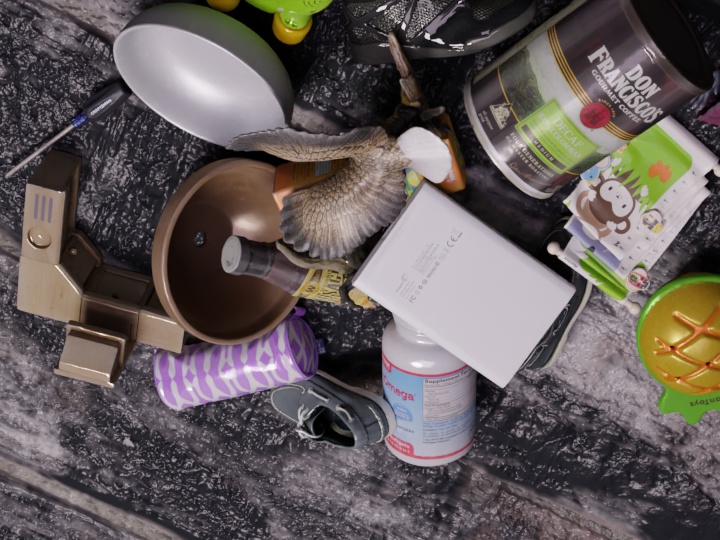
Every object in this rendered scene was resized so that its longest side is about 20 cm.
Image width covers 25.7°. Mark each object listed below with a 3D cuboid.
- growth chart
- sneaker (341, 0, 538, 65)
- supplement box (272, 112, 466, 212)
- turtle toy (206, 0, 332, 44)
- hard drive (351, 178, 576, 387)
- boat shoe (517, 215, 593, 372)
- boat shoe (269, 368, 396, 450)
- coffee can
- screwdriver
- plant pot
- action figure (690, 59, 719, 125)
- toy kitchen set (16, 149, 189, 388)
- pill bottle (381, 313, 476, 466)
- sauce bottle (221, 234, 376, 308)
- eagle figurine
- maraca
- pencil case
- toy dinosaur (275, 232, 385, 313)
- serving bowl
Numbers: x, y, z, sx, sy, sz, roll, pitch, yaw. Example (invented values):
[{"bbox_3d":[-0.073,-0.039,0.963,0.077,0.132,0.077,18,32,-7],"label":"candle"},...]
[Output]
[{"bbox_3d":[0.283,-0.070,1.640,0.144,0.018,0.201,29,105,-11],"label":"growth chart"},{"bbox_3d":[0.071,-0.272,1.551,0.197,0.077,0.115,-3,128,21],"label":"sneaker"},{"bbox_3d":[0.010,-0.099,1.668,0.198,0.069,0.067,-18,118,9],"label":"supplement box"},{"bbox_3d":[-0.098,-0.321,1.540,0.198,0.102,0.146,26,151,-6],"label":"turtle toy"},{"bbox_3d":[0.108,0.015,1.654,0.199,0.025,0.132,34,100,-12],"label":"hard drive"},{"bbox_3d":[0.196,0.033,1.716,0.075,0.066,0.201,46,138,30],"label":"boat shoe"},{"bbox_3d":[-0.047,0.163,1.824,0.199,0.062,0.074,11,123,45],"label":"boat shoe"},{"bbox_3d":[0.220,-0.183,1.533,0.199,0.147,0.146,-35,110,30],"label":"coffee can"},{"bbox_3d":[-0.330,-0.156,1.744,0.199,0.028,0.029,-28,142,23],"label":"screwdriver"},{"bbox_3d":[-0.154,-0.027,1.727,0.092,0.200,0.202,19,138,51],"label":"plant pot"},{"bbox_3d":[0.429,-0.157,1.554,0.198,0.134,0.150,24,83,-19],"label":"action figure"},{"bbox_3d":[-0.287,0.004,1.759,0.198,0.164,0.182,14,125,3],"label":"toy kitchen set"},{"bbox_3d":[0.078,0.113,1.781,0.107,0.109,0.202,4,123,10],"label":"pill bottle"},{"bbox_3d":[-0.058,-0.001,1.710,0.198,0.066,0.066,9,132,-34],"label":"sauce bottle"},{"bbox_3d":[-0.011,-0.112,1.570,0.199,0.151,0.152,-33,81,-6],"label":"eagle figurine"},{"bbox_3d":[0.369,0.086,1.700,0.136,0.107,0.201,-10,125,11],"label":"maraca"},{"bbox_3d":[-0.146,0.105,1.845,0.198,0.084,0.086,-16,83,19],"label":"pencil case"},{"bbox_3d":[0.000,0.000,1.688,0.047,0.198,0.089,-24,78,56],"label":"toy dinosaur"},{"bbox_3d":[-0.152,-0.210,1.621,0.198,0.066,0.201,20,156,10],"label":"serving bowl"}]
